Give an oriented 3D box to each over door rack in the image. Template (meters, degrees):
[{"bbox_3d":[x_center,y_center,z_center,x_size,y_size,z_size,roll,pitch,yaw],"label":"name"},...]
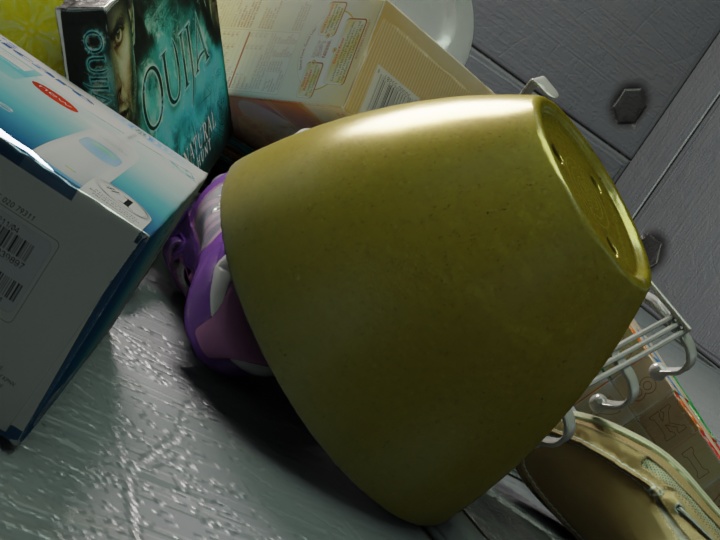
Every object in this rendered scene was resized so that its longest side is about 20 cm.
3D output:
[{"bbox_3d":[0.096,-0.005,0.866,0.147,0.067,0.201,-20,78,-46],"label":"over door rack"}]

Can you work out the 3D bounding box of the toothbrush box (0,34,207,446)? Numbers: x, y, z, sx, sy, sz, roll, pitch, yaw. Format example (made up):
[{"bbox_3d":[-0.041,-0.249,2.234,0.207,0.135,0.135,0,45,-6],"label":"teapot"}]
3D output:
[{"bbox_3d":[-0.146,-0.032,0.558,0.146,0.086,0.200,34,7,-5],"label":"toothbrush box"}]

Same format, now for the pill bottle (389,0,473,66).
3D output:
[{"bbox_3d":[-0.024,-0.174,1.102,0.199,0.115,0.114,-5,-25,45],"label":"pill bottle"}]

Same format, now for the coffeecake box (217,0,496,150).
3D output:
[{"bbox_3d":[-0.024,-0.107,0.948,0.199,0.074,0.153,12,-14,43],"label":"coffeecake box"}]

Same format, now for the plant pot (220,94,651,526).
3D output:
[{"bbox_3d":[0.051,-0.003,0.703,0.200,0.141,0.201,49,22,-27],"label":"plant pot"}]

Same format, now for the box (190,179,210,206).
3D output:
[{"bbox_3d":[-0.199,-0.102,0.887,0.200,0.046,0.159,41,10,38],"label":"box"}]

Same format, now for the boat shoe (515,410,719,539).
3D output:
[{"bbox_3d":[0.169,0.153,0.839,0.199,0.072,0.076,33,24,3],"label":"boat shoe"}]

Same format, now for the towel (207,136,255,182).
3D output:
[{"bbox_3d":[-0.111,-0.076,1.029,0.146,0.022,0.200,30,-8,-30],"label":"towel"}]

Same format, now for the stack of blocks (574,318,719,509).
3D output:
[{"bbox_3d":[0.194,0.110,0.963,0.201,0.058,0.115,57,11,18],"label":"stack of blocks"}]

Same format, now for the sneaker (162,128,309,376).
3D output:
[{"bbox_3d":[-0.064,-0.003,0.781,0.200,0.088,0.081,-72,145,-62],"label":"sneaker"}]

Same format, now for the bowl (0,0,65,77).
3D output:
[{"bbox_3d":[-0.187,-0.174,0.815,0.199,0.108,0.200,34,9,-6],"label":"bowl"}]

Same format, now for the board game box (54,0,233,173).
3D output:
[{"bbox_3d":[-0.107,-0.099,0.781,0.028,0.136,0.200,0,26,9],"label":"board game box"}]
